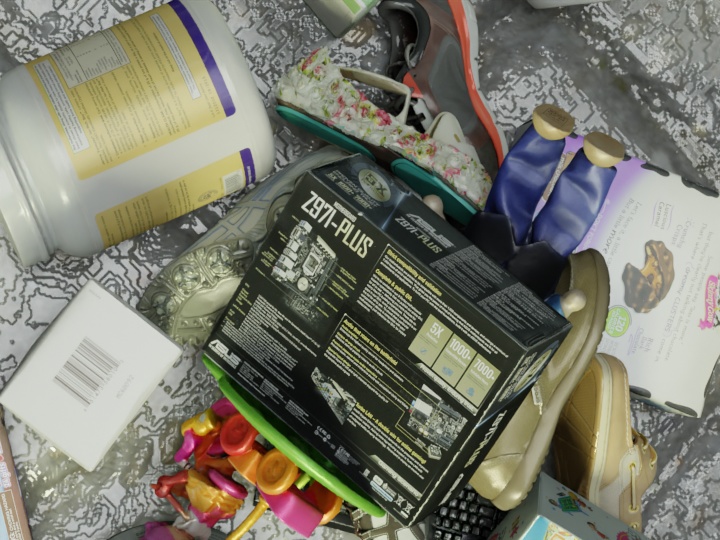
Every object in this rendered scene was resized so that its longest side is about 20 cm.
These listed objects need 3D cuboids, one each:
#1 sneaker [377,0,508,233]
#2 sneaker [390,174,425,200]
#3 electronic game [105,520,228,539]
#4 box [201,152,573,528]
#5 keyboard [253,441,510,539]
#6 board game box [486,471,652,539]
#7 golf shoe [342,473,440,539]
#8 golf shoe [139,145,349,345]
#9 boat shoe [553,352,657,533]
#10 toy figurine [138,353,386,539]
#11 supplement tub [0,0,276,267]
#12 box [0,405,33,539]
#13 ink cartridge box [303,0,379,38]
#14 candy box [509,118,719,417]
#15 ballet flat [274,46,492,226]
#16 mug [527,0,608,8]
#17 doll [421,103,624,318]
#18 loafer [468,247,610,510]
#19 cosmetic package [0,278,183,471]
[{"bbox_3d":[0.051,-0.116,1.607,0.081,0.077,0.202,-5,76,-36],"label":"sneaker"},{"bbox_3d":[0.000,0.000,1.604,0.120,0.084,0.202,-14,75,-2],"label":"sneaker"},{"bbox_3d":[-0.139,0.286,1.575,0.198,0.042,0.202,4,80,-21],"label":"electronic game"},{"bbox_3d":[0.016,0.046,1.479,0.200,0.086,0.164,39,115,16],"label":"box"},{"bbox_3d":[0.015,0.191,1.627,0.198,0.021,0.128,15,85,-8],"label":"keyboard"},{"bbox_3d":[0.174,0.263,1.589,0.199,0.064,0.148,31,116,-9],"label":"board game box"},{"bbox_3d":[0.016,0.182,1.587,0.094,0.078,0.202,12,71,-1],"label":"golf shoe"},{"bbox_3d":[-0.077,-0.020,1.596,0.199,0.097,0.078,-33,113,16],"label":"golf shoe"},{"bbox_3d":[0.188,0.147,1.611,0.069,0.074,0.202,-9,120,-18],"label":"boat shoe"},{"bbox_3d":[-0.108,0.180,1.516,0.184,0.200,0.150,-51,133,1],"label":"toy figurine"},{"bbox_3d":[-0.176,-0.098,1.542,0.199,0.145,0.146,-24,92,-10],"label":"supplement tub"},{"bbox_3d":[-0.309,0.196,1.561,0.136,0.039,0.202,-14,91,-9],"label":"box"},{"bbox_3d":[-0.039,-0.244,1.543,0.048,0.200,0.146,-41,94,-6],"label":"ink cartridge box"},{"bbox_3d":[0.189,0.000,1.637,0.199,0.072,0.169,22,85,-8],"label":"candy box"},{"bbox_3d":[0.031,-0.098,1.545,0.199,0.076,0.064,31,81,2],"label":"ballet flat"},{"bbox_3d":[0.186,-0.291,1.595,0.198,0.147,0.177,-3,99,25],"label":"mug"},{"bbox_3d":[0.103,-0.017,1.498,0.136,0.048,0.201,28,112,2],"label":"doll"},{"bbox_3d":[0.122,0.071,1.550,0.067,0.076,0.201,23,82,-9],"label":"loafer"},{"bbox_3d":[-0.193,0.071,1.505,0.085,0.200,0.108,37,84,-5],"label":"cosmetic package"}]
